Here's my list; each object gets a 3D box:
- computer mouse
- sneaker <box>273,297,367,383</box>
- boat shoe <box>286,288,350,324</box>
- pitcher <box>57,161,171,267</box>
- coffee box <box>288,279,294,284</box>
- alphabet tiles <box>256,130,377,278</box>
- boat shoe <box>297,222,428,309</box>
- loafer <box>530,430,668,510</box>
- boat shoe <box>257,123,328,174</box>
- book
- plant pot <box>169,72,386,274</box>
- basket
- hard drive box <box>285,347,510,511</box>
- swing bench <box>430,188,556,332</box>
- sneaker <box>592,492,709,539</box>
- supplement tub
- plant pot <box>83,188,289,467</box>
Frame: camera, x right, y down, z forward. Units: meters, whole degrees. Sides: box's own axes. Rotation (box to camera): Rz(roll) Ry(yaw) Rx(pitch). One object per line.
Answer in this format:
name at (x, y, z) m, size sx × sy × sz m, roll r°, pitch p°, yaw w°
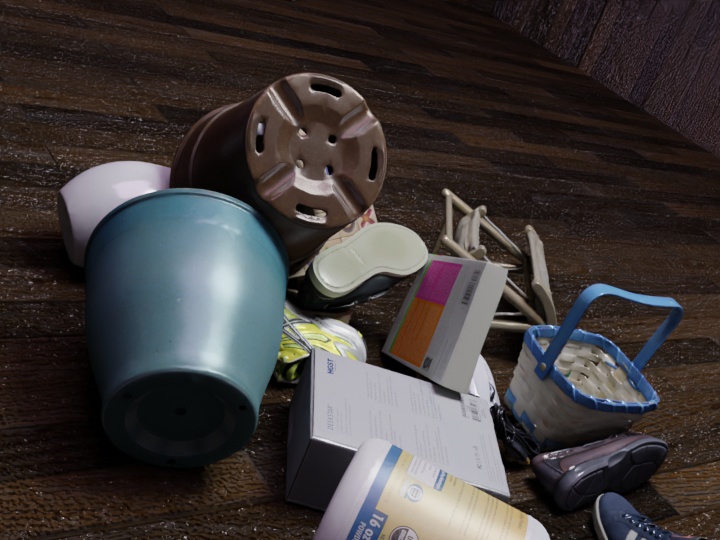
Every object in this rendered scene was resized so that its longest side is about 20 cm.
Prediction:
computer mouse at (0.138, 0.133, 1.126) m, size 0.109 × 0.044 × 0.201 m, roll 41°, pitch 9°, yaw -38°
sneaker at (-0.089, 0.074, 1.054) m, size 0.197 × 0.076 × 0.077 m, roll 17°, pitch 34°, yaw 0°
boat shoe at (-0.108, 0.035, 1.122) m, size 0.197 × 0.066 × 0.072 m, roll 21°, pitch 25°, yaw -5°
pitcher at (-0.243, -0.056, 1.135) m, size 0.197 × 0.172 × 0.123 m, roll -13°, pitch 69°, yaw -25°
coffee box at (-0.089, -0.059, 1.269) m, size 0.079 × 0.116 × 0.200 m, roll 28°, pitch 26°, yaw 10°
alphabet tiles at (-0.053, -0.101, 1.168) m, size 0.166 × 0.204 × 0.007 m, roll -13°, pitch -2°, yaw -42°
boat shoe at (0.001, 0.002, 1.131) m, size 0.075 × 0.066 × 0.198 m, roll 51°, pitch 40°, yaw 9°
loafer at (0.270, 0.210, 1.098) m, size 0.198 × 0.073 × 0.063 m, roll -6°, pitch 32°, yaw -41°
boat shoe at (-0.080, -0.125, 1.195) m, size 0.198 × 0.070 × 0.056 m, roll 23°, pitch -23°, yaw -34°
book at (0.092, 0.051, 1.092) m, size 0.047 × 0.136 × 0.200 m, roll 21°, pitch -1°, yaw -14°
plant pot at (-0.080, -0.103, 1.015) m, size 0.197 × 0.204 × 0.198 m, roll 12°, pitch -12°, yaw -22°
basket at (0.266, 0.107, 1.126) m, size 0.174 × 0.201 × 0.140 m, roll 12°, pitch 33°, yaw -38°
hard drive box at (0.032, 0.171, 0.957) m, size 0.197 × 0.078 × 0.157 m, roll 19°, pitch 25°, yaw -10°
swing bench at (0.179, 0.009, 1.345) m, size 0.197 × 0.131 × 0.200 m, roll 21°, pitch 24°, yaw -4°
sneaker at (0.304, 0.278, 0.970) m, size 0.074 × 0.086 × 0.201 m, roll 9°, pitch 28°, yaw -28°
supplement tub at (0.062, 0.237, 0.769) m, size 0.198 × 0.146 × 0.145 m, roll 26°, pitch 25°, yaw 7°
plant pot at (-0.159, 0.065, 0.891) m, size 0.197 × 0.201 × 0.190 m, roll 13°, pitch 41°, yaw -20°
